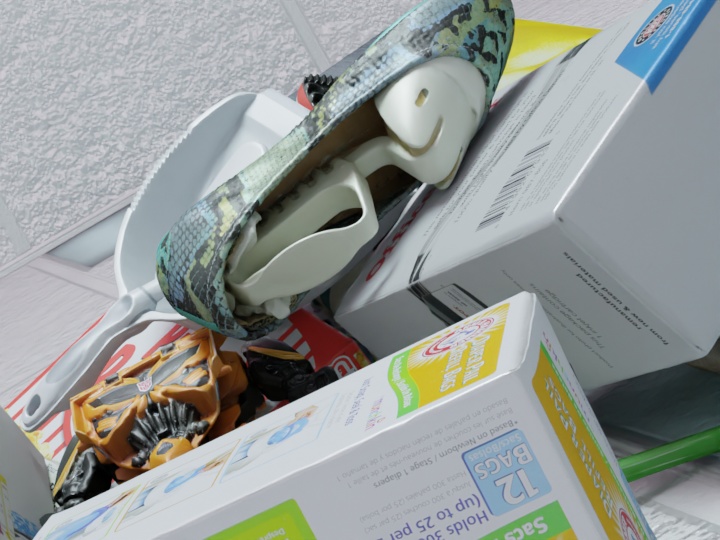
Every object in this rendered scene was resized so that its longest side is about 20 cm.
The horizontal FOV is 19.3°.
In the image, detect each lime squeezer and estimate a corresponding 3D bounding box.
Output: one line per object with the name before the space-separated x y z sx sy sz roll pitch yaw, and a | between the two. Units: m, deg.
lime squeezer | 0.049 0.093 0.845 0.200 0.038 0.071 -22 12 38

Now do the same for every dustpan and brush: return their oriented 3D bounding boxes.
dustpan and brush | -0.081 0.002 0.984 0.140 0.057 0.200 33 86 45

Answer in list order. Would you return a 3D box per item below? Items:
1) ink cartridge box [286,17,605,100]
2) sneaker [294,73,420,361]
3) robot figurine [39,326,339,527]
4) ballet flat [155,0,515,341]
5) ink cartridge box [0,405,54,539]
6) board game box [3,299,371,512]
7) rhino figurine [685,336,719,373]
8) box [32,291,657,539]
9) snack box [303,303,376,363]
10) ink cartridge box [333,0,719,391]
ink cartridge box | 0.037 -0.072 1.136 0.198 0.047 0.200 16 42 44
sneaker | 0.000 0.000 1.035 0.070 0.200 0.093 8 -47 -35
robot figurine | -0.066 0.098 0.877 0.145 0.058 0.200 -29 39 3
ballet flat | 0.003 -0.042 0.909 0.200 0.074 0.074 -44 11 -2
ink cartridge box | -0.217 0.130 0.879 0.147 0.145 0.200 -29 37 5
board game box | -0.104 0.087 1.001 0.200 0.046 0.151 -44 39 -13
rhino figurine | 0.165 0.012 0.859 0.087 0.060 0.200 -26 11 1
box | -0.008 0.106 0.714 0.200 0.113 0.101 -27 9 13
snack box | 0.014 0.018 1.099 0.142 0.053 0.200 17 48 44
ink cartridge box | 0.093 -0.026 0.874 0.145 0.084 0.200 -54 13 -24
